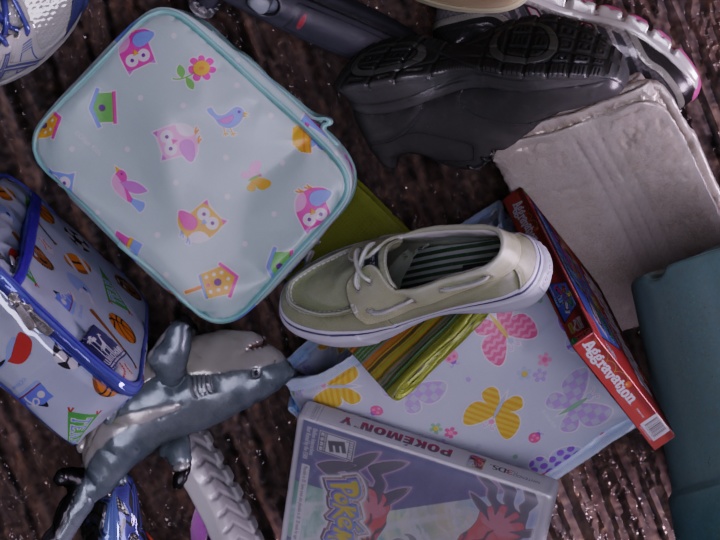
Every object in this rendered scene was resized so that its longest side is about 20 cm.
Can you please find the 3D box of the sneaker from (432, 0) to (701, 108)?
[{"bbox_3d":[0.135,-0.145,1.725,0.200,0.074,0.087,24,79,-8],"label":"sneaker"}]

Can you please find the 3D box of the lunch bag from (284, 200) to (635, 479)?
[{"bbox_3d":[0.065,0.078,1.742,0.200,0.127,0.170,-36,107,9],"label":"lunch bag"}]

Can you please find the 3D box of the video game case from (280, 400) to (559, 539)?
[{"bbox_3d":[0.033,0.194,1.738,0.182,0.023,0.200,17,129,10],"label":"video game case"}]

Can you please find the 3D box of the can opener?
[{"bbox_3d":[-0.043,-0.183,1.699,0.200,0.063,0.079,29,124,-17],"label":"can opener"}]

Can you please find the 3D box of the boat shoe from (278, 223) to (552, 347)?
[{"bbox_3d":[0.026,0.000,1.623,0.200,0.072,0.062,-12,150,30],"label":"boat shoe"}]

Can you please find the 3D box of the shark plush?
[{"bbox_3d":[-0.140,0.111,1.692,0.083,0.091,0.200,43,74,1],"label":"shark plush"}]

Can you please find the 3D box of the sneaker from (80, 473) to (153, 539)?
[{"bbox_3d":[-0.146,0.227,1.776,0.078,0.075,0.200,-20,113,-14],"label":"sneaker"}]

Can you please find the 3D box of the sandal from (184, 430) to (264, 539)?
[{"bbox_3d":[-0.103,0.187,1.752,0.050,0.082,0.203,-26,78,14],"label":"sandal"}]

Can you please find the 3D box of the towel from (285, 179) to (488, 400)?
[{"bbox_3d":[0.000,0.000,1.691,0.086,0.200,0.018,-45,140,1],"label":"towel"}]

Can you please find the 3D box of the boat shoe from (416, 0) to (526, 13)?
[{"bbox_3d":[0.026,-0.232,1.669,0.200,0.065,0.072,26,83,6],"label":"boat shoe"}]

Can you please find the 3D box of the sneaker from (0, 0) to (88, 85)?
[{"bbox_3d":[-0.265,-0.143,1.660,0.200,0.088,0.075,-32,104,-3],"label":"sneaker"}]

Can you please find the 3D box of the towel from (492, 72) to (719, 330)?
[{"bbox_3d":[0.182,-0.044,1.743,0.132,0.034,0.200,-17,125,19],"label":"towel"}]

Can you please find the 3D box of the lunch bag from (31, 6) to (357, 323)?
[{"bbox_3d":[-0.105,-0.072,1.689,0.200,0.077,0.160,43,92,0],"label":"lunch bag"}]

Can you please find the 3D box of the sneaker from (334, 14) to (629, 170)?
[{"bbox_3d":[0.087,-0.114,1.666,0.200,0.076,0.091,-3,124,27],"label":"sneaker"}]

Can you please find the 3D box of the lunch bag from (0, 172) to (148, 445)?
[{"bbox_3d":[-0.214,0.019,1.645,0.076,0.200,0.160,-42,107,10],"label":"lunch bag"}]

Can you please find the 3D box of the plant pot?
[{"bbox_3d":[0.277,0.079,1.661,0.200,0.200,0.196,-15,84,-6],"label":"plant pot"}]

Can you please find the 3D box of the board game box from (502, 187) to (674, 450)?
[{"bbox_3d":[0.149,0.029,1.656,0.019,0.200,0.103,-34,120,9],"label":"board game box"}]
